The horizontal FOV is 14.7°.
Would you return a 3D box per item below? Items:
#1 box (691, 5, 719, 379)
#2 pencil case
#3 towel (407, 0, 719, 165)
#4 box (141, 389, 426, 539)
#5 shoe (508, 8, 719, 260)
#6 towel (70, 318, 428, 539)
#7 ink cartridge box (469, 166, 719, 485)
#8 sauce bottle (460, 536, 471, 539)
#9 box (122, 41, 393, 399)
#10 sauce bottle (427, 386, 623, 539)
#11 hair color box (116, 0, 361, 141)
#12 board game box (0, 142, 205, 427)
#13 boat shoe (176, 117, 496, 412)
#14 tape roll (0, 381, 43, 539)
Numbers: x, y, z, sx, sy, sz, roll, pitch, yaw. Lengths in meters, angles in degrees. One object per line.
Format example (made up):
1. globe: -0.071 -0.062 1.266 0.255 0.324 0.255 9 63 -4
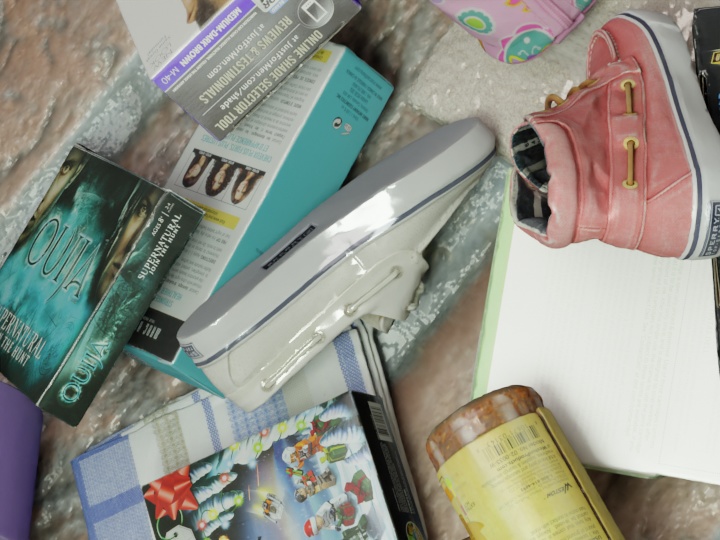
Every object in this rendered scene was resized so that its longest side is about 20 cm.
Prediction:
1. box: 0.264 -0.040 1.341 0.200 0.050 0.199 -5 66 7
2. pencil case: 0.043 -0.191 1.432 0.087 0.200 0.088 -24 44 25
3. towel: 0.125 -0.105 1.491 0.200 0.034 0.133 30 88 35
4. box: -0.025 0.180 1.447 0.137 0.040 0.200 -26 70 22
5. shoe: 0.115 -0.072 1.365 0.091 0.072 0.200 2 31 -10
6. towel: -0.062 0.124 1.521 0.200 0.024 0.147 -27 63 21
7. ink cartridge box: 0.160 0.033 1.399 0.200 0.048 0.146 9 87 10
8. sauce bottle: 0.093 0.223 1.367 0.066 0.066 0.200 -31 59 17
9. box: -0.066 -0.035 1.549 0.082 0.049 0.200 20 78 47
10. sauce bottle: 0.102 0.153 1.327 0.066 0.066 0.200 -33 70 16
11. hair color box: -0.080 -0.169 1.573 0.109 0.065 0.200 -43 33 10
12. board game box: -0.159 0.003 1.558 0.135 0.028 0.200 -59 22 -2
13. boat shoe: 0.000 0.000 1.484 0.200 0.070 0.071 -39 15 -7
14. tape roll: -0.279 0.109 1.546 0.200 0.200 0.085 -5 69 29
